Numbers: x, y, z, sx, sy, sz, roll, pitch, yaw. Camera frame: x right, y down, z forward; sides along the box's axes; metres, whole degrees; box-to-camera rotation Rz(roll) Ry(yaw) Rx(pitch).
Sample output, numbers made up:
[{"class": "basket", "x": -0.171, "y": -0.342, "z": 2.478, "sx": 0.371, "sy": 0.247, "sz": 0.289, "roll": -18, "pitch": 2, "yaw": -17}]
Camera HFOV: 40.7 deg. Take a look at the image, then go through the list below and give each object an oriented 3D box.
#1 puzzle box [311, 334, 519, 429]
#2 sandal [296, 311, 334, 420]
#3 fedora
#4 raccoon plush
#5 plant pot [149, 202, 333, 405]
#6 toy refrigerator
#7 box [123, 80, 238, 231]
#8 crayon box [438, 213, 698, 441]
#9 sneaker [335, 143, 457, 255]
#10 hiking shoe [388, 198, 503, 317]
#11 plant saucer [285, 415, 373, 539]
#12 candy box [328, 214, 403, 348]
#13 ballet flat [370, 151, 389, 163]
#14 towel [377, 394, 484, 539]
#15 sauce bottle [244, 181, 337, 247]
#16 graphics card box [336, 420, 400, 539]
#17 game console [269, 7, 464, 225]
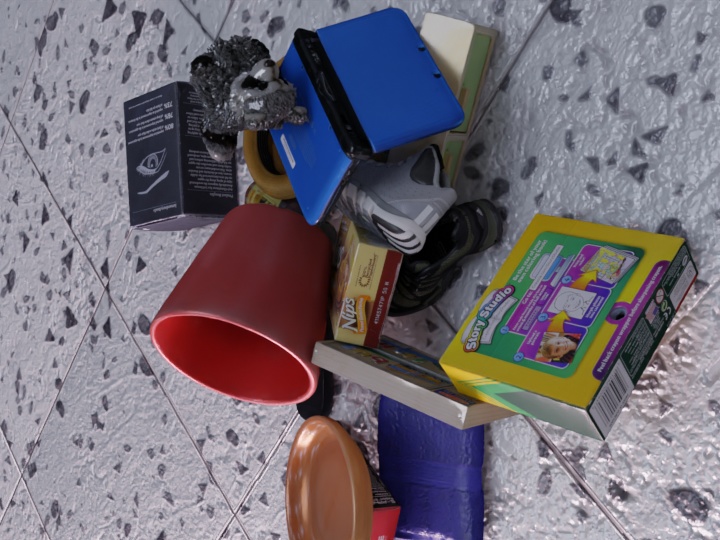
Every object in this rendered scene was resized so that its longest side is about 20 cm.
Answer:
[{"class": "puzzle box", "x": 0.062, "y": 0.115, "z": 1.044, "sx": 0.199, "sy": 0.133, "sz": 0.026, "roll": 20, "pitch": 102, "yaw": 34}, {"class": "sandal", "x": -0.069, "y": 0.100, "z": 1.295, "sx": 0.076, "sy": 0.043, "sz": 0.202, "roll": -10, "pitch": 83, "yaw": 45}, {"class": "fedora", "x": -0.070, "y": -0.186, "z": 1.267, "sx": 0.200, "sy": 0.082, "sz": 0.202, "roll": -12, "pitch": 72, "yaw": 42}, {"class": "raccoon plush", "x": -0.115, "y": -0.164, "z": 1.080, "sx": 0.134, "sy": 0.096, "sz": 0.200, "roll": 55, "pitch": 163, "yaw": 27}, {"class": "plant pot", "x": -0.122, "y": 0.032, "z": 1.137, "sx": 0.200, "sy": 0.200, "sz": 0.178, "roll": -18, "pitch": 44, "yaw": 44}, {"class": "toy refrigerator", "x": 0.092, "y": -0.182, "z": 1.100, "sx": 0.070, "sy": 0.076, "sz": 0.201, "roll": 21, "pitch": 105, "yaw": 23}, {"class": "box", "x": -0.270, "y": -0.166, "z": 1.456, "sx": 0.147, "sy": 0.104, "sz": 0.202, "roll": -6, "pitch": 86, "yaw": 45}, {"class": "crayon box", "x": 0.199, "y": 0.046, "z": 0.937, "sx": 0.172, "sy": 0.058, "sz": 0.200, "roll": 13, "pitch": 59, "yaw": 46}, {"class": "sneaker", "x": 0.033, "y": -0.102, "z": 1.069, "sx": 0.115, "sy": 0.075, "sz": 0.200, "roll": -44, "pitch": 49, "yaw": -8}, {"class": "hiking shoe", "x": 0.067, "y": -0.015, "z": 1.116, "sx": 0.200, "sy": 0.100, "sz": 0.076, "roll": -47, "pitch": 60, "yaw": 35}, {"class": "plant saucer", "x": -0.035, "y": 0.270, "z": 1.126, "sx": 0.200, "sy": 0.037, "sz": 0.202, "roll": -8, "pitch": 81, "yaw": 64}, {"class": "candy box", "x": 0.000, "y": 0.000, "z": 1.142, "sx": 0.200, "sy": 0.055, "sz": 0.116, "roll": -105, "pitch": 29, "yaw": -73}, {"class": "ballet flat", "x": 0.014, "y": -0.182, "z": 1.187, "sx": 0.070, "sy": 0.070, "sz": 0.202, "roll": -9, "pitch": 86, "yaw": 45}, {"class": "towel", "x": 0.085, "y": 0.220, "z": 1.141, "sx": 0.147, "sy": 0.049, "sz": 0.202, "roll": 0, "pitch": 90, "yaw": 38}, {"class": "sauce bottle", "x": -0.092, "y": -0.071, "z": 1.272, "sx": 0.200, "sy": 0.066, "sz": 0.066, "roll": 32, "pitch": 113, "yaw": 58}, {"class": "graphics card box", "x": -0.022, "y": 0.288, "z": 1.196, "sx": 0.200, "sy": 0.051, "sz": 0.126, "roll": 42, "pitch": 127, "yaw": 57}, {"class": "game console", "x": -0.005, "y": -0.169, "z": 1.055, "sx": 0.171, "sy": 0.118, "sz": 0.201, "roll": -58, "pitch": 42, "yaw": 38}]
